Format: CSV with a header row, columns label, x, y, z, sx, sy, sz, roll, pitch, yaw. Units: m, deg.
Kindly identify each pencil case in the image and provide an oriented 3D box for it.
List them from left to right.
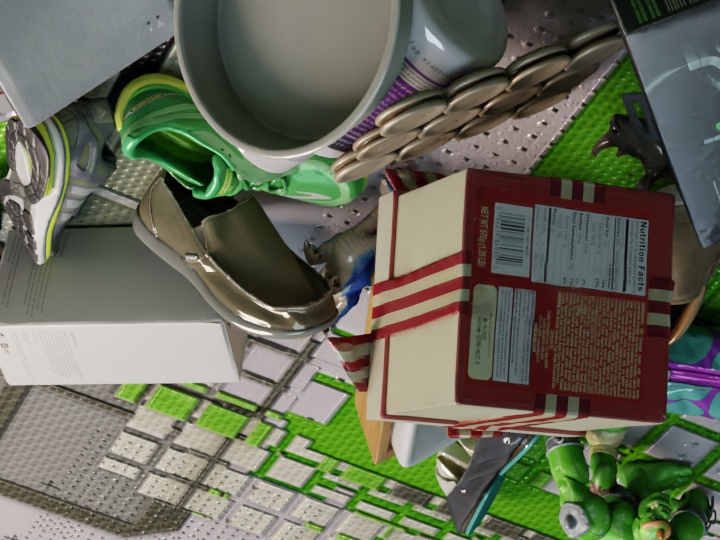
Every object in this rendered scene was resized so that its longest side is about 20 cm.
label,x,y,z,sx,sy,sz,roll,pitch,yaw
pencil case,0.294,0.085,1.773,0.198,0.092,0.086,6,99,0

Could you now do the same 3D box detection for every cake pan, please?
label,x,y,z,sx,sy,sz,roll,pitch,yaw
cake pan,-0.043,-0.175,1.466,0.200,0.201,0.037,-29,164,35

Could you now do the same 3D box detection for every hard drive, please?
label,x,y,z,sx,sy,sz,roll,pitch,yaw
hard drive,-0.218,-0.210,1.500,0.139,0.033,0.200,-34,135,-8

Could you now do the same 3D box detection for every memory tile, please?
label,x,y,z,sx,sy,sz,roll,pitch,yaw
memory tile,0.082,-0.117,1.519,0.199,0.017,0.153,-21,172,-22

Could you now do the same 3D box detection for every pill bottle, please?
label,x,y,z,sx,sy,sz,roll,pitch,yaw
pill bottle,-0.004,-0.148,1.531,0.199,0.112,0.111,-30,127,35

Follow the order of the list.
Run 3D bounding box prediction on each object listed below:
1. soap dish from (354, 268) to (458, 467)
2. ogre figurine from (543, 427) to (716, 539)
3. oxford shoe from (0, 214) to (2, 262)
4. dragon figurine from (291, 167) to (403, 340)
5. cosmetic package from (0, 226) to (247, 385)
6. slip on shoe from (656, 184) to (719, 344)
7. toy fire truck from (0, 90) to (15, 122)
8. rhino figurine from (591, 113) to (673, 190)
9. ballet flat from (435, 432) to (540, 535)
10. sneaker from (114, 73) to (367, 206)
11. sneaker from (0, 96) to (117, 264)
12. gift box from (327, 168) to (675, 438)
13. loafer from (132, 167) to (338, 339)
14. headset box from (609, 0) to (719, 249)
label,x,y,z,sx,sy,sz,roll,pitch,yaw
soap dish,0.072,0.052,1.729,0.157,0.081,0.201,-28,149,-26
ogre figurine,0.233,0.206,1.899,0.098,0.120,0.200,-17,134,26
oxford shoe,-0.343,-0.005,1.793,0.084,0.073,0.201,21,138,9
dragon figurine,0.000,0.000,1.725,0.099,0.059,0.200,-24,154,-27
cosmetic package,-0.193,0.028,1.769,0.198,0.108,0.085,1,139,10
slip on shoe,0.242,-0.004,1.659,0.075,0.061,0.200,1,156,-7
toy fire truck,-0.330,-0.138,1.608,0.199,0.113,0.168,-16,156,21
rhino figurine,0.264,-0.099,1.589,0.199,0.060,0.088,-9,134,21
ballet flat,0.106,0.163,1.919,0.073,0.073,0.200,14,145,-8
sneaker,-0.093,-0.081,1.644,0.199,0.084,0.074,16,138,-11
sneaker,-0.230,-0.068,1.686,0.081,0.074,0.200,-24,166,-23
gift box,0.092,0.018,1.505,0.199,0.186,0.187,11,170,-18
loafer,-0.098,-0.017,1.675,0.199,0.075,0.070,33,132,24
headset box,0.275,-0.132,1.454,0.199,0.093,0.175,-21,118,8
